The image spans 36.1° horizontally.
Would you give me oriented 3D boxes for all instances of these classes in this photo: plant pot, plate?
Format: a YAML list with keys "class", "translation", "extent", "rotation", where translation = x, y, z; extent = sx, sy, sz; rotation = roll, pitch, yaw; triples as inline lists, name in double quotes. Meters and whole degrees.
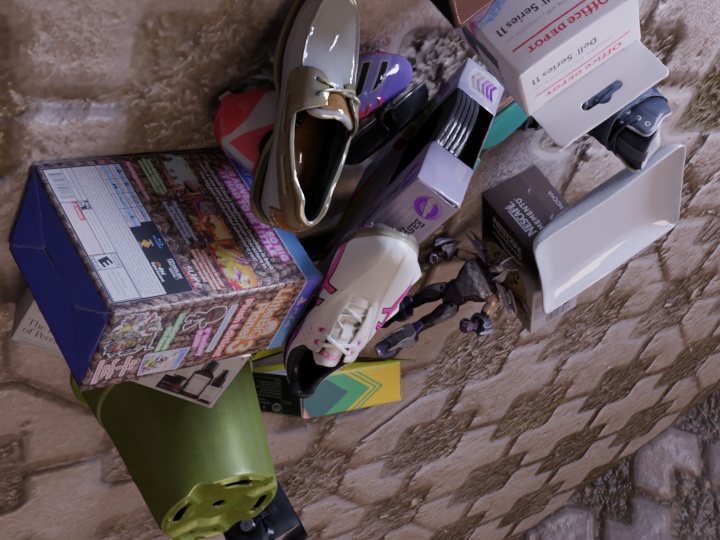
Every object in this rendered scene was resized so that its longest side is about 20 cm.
- class: "plant pot"
  translation: [-0.174, 0.164, 1.131]
  extent: [0.199, 0.190, 0.200]
  rotation: [-19, 147, -13]
- class: "plate"
  translation: [0.276, -0.049, 1.251]
  extent: [0.200, 0.032, 0.200]
  rotation: [-34, 153, -3]

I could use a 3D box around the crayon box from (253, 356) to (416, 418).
- class: "crayon box"
  translation: [-0.040, 0.138, 1.347]
  extent: [0.199, 0.051, 0.127]
  rotation: [-5, -177, -45]

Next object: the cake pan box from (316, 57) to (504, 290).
- class: "cake pan box"
  translation: [0.045, -0.078, 1.013]
  extent: [0.200, 0.052, 0.185]
  rotation: [-43, -161, 47]

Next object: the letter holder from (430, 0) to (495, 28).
- class: "letter holder"
  translation: [0.082, -0.302, 0.796]
  extent: [0.142, 0.101, 0.200]
  rotation: [-36, 153, -2]

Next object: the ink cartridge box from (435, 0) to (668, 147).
- class: "ink cartridge box"
  translation: [0.147, -0.211, 0.902]
  extent: [0.117, 0.200, 0.067]
  rotation: [-35, 153, 0]

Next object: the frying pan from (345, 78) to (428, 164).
- class: "frying pan"
  translation: [0.033, -0.140, 0.987]
  extent: [0.115, 0.031, 0.190]
  rotation: [-42, -173, -21]

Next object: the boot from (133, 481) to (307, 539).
- class: "boot"
  translation: [-0.174, 0.278, 1.330]
  extent: [0.165, 0.200, 0.066]
  rotation: [-39, 153, 8]

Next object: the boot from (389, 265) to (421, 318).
- class: "boot"
  translation: [0.000, 0.000, 1.121]
  extent: [0.073, 0.091, 0.200]
  rotation: [-23, -170, 21]

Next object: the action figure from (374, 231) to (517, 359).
- class: "action figure"
  translation: [0.104, 0.035, 1.347]
  extent: [0.200, 0.131, 0.069]
  rotation: [-31, 155, 18]

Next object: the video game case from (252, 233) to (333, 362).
- class: "video game case"
  translation: [-0.052, 0.026, 1.255]
  extent: [0.199, 0.026, 0.181]
  rotation: [-16, 148, -34]

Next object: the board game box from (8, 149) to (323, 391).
- class: "board game box"
  translation: [-0.163, -0.008, 0.925]
  extent: [0.199, 0.160, 0.097]
  rotation: [-10, 145, -40]

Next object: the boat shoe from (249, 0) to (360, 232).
- class: "boat shoe"
  translation: [-0.031, -0.128, 0.878]
  extent: [0.074, 0.068, 0.201]
  rotation: [9, 94, -34]

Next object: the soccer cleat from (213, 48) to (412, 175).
- class: "soccer cleat"
  translation: [-0.032, -0.136, 0.958]
  extent: [0.199, 0.077, 0.067]
  rotation: [-20, 150, -27]

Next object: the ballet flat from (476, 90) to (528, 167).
- class: "ballet flat"
  translation: [0.103, -0.138, 1.110]
  extent: [0.068, 0.067, 0.200]
  rotation: [-15, 155, -42]

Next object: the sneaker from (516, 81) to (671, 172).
- class: "sneaker"
  translation: [0.224, -0.156, 1.145]
  extent: [0.202, 0.146, 0.077]
  rotation: [-24, 153, -17]

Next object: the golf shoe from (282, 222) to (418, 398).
- class: "golf shoe"
  translation: [-0.008, 0.039, 0.945]
  extent: [0.072, 0.092, 0.200]
  rotation: [19, 141, -15]

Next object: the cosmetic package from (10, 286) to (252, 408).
- class: "cosmetic package"
  translation: [-0.204, 0.055, 1.001]
  extent: [0.199, 0.051, 0.083]
  rotation: [23, 121, -25]

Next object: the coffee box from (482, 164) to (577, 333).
- class: "coffee box"
  translation: [0.214, -0.023, 1.383]
  extent: [0.080, 0.113, 0.200]
  rotation: [-30, 152, -10]
